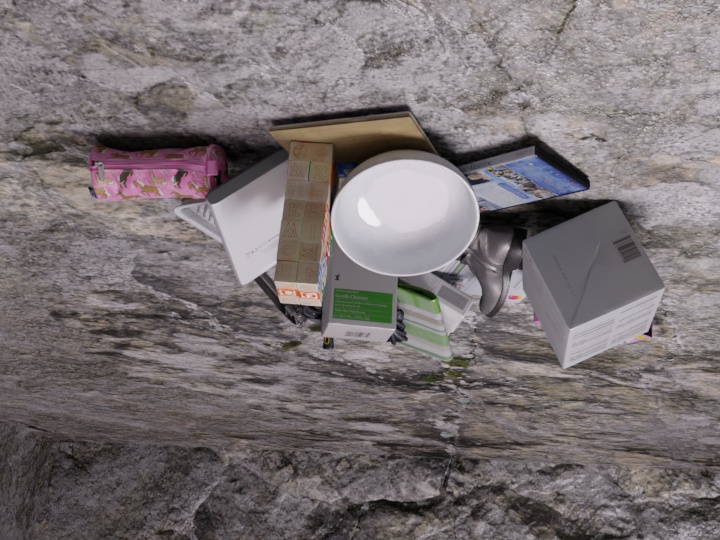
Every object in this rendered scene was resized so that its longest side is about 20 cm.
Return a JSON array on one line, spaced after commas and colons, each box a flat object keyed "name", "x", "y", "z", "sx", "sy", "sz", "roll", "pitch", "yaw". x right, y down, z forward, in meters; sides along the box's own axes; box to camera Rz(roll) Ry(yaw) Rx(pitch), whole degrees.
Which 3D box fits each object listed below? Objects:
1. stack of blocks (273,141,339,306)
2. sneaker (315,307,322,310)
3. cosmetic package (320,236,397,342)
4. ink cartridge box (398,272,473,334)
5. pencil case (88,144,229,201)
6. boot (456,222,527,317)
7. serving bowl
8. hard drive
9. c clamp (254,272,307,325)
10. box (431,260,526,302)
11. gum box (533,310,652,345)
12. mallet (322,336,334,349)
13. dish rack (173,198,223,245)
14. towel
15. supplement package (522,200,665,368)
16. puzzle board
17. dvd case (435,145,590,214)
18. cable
[{"name": "stack of blocks", "x": -0.070, "y": -0.057, "z": 1.317, "sx": 0.058, "sy": 0.201, "sz": 0.115, "roll": 4, "pitch": 159, "yaw": 4}, {"name": "sneaker", "x": -0.052, "y": 0.009, "z": 1.699, "sx": 0.077, "sy": 0.086, "sz": 0.200, "roll": 22, "pitch": 155, "yaw": -15}, {"name": "cosmetic package", "x": 0.000, "y": 0.000, "z": 1.486, "sx": 0.107, "sy": 0.201, "sz": 0.085, "roll": 4, "pitch": 162, "yaw": -8}, {"name": "ink cartridge box", "x": 0.082, "y": 0.042, "z": 1.693, "sx": 0.199, "sy": 0.045, "sz": 0.176, "roll": 31, "pitch": 158, "yaw": 4}, {"name": "pencil case", "x": -0.284, "y": -0.138, "z": 1.384, "sx": 0.199, "sy": 0.087, "sz": 0.083, "roll": 1, "pitch": 121, "yaw": 13}, {"name": "boot", "x": 0.177, "y": -0.013, "z": 1.539, "sx": 0.131, "sy": 0.070, "sz": 0.200, "roll": 14, "pitch": 137, "yaw": 2}, {"name": "serving bowl", "x": 0.060, "y": -0.087, "z": 1.333, "sx": 0.199, "sy": 0.066, "sz": 0.201, "roll": 0, "pitch": 131, "yaw": 0}, {"name": "hard drive", "x": -0.143, "y": -0.074, "z": 1.419, "sx": 0.132, "sy": 0.027, "sz": 0.200, "roll": -34, "pitch": 149, "yaw": -15}, {"name": "c clamp", "x": -0.154, "y": 0.024, "z": 1.684, "sx": 0.200, "sy": 0.027, "sz": 0.171, "roll": 48, "pitch": 170, "yaw": 15}, {"name": "box", "x": 0.201, "y": 0.000, "z": 1.658, "sx": 0.199, "sy": 0.041, "sz": 0.156, "roll": 11, "pitch": 160, "yaw": -7}, {"name": "gum box", "x": 0.413, "y": 0.076, "z": 1.756, "sx": 0.199, "sy": 0.066, "sz": 0.113, "roll": 19, "pitch": 157, "yaw": -30}, {"name": "mallet", "x": -0.056, "y": 0.026, "z": 1.590, "sx": 0.066, "sy": 0.201, "sz": 0.041, "roll": 8, "pitch": 177, "yaw": 26}, {"name": "dish rack", "x": -0.175, "y": -0.084, "z": 1.544, "sx": 0.171, "sy": 0.044, "sz": 0.200, "roll": -5, "pitch": 156, "yaw": 31}, {"name": "towel", "x": 0.084, "y": 0.076, "z": 1.675, "sx": 0.149, "sy": 0.031, "sz": 0.200, "roll": 19, "pitch": 151, "yaw": 24}, {"name": "supplement package", "x": 0.340, "y": 0.026, "z": 1.462, "sx": 0.150, "sy": 0.152, "sz": 0.200, "roll": -24, "pitch": 157, "yaw": 0}, {"name": "puzzle board", "x": -0.002, "y": -0.167, "z": 1.315, "sx": 0.199, "sy": 0.017, "sz": 0.151, "roll": -2, "pitch": 159, "yaw": 23}, {"name": "dvd case", "x": 0.196, "y": -0.121, "z": 1.357, "sx": 0.199, "sy": 0.018, "sz": 0.142, "roll": -12, "pitch": 158, "yaw": 40}, {"name": "cable", "x": -0.014, "y": 0.074, "z": 1.670, "sx": 0.199, "sy": 0.051, "sz": 0.163, "roll": 11, "pitch": 163, "yaw": 16}]
